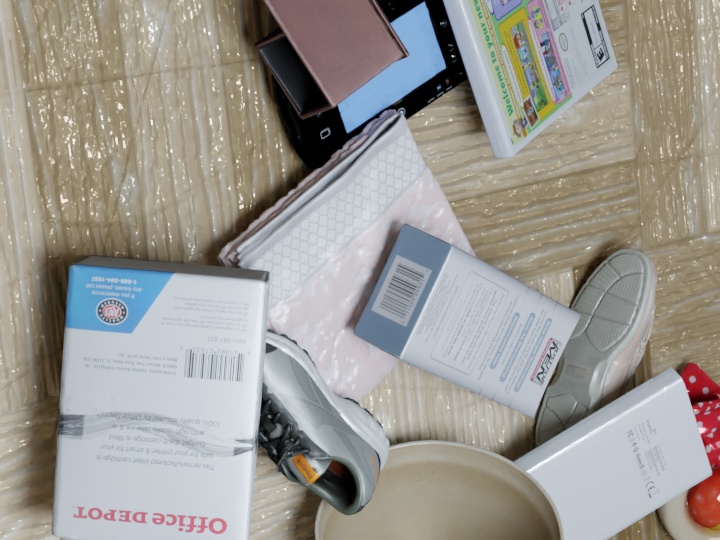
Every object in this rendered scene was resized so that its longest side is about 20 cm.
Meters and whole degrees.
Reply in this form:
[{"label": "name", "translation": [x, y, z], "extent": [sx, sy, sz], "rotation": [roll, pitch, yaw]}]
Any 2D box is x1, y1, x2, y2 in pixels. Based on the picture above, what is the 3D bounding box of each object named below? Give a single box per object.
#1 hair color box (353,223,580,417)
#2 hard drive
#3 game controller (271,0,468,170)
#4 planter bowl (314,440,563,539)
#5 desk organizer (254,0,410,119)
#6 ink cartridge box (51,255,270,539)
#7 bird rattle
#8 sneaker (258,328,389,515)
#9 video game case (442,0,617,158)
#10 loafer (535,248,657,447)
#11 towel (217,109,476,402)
[{"label": "hair color box", "translation": [0.091, 0.044, 1.516], "extent": [0.199, 0.060, 0.100], "rotation": [26, 89, -48]}, {"label": "hard drive", "translation": [0.208, 0.183, 1.613], "extent": [0.199, 0.026, 0.132], "rotation": [-30, 129, -6]}, {"label": "game controller", "translation": [0.016, -0.165, 1.482], "extent": [0.199, 0.042, 0.105], "rotation": [-35, 114, -24]}, {"label": "planter bowl", "translation": [0.060, 0.257, 1.500], "extent": [0.199, 0.200, 0.136], "rotation": [-24, 136, -28]}, {"label": "desk organizer", "translation": [-0.057, -0.220, 1.382], "extent": [0.077, 0.072, 0.201], "rotation": [-38, 102, -21]}, {"label": "ink cartridge box", "translation": [-0.145, 0.097, 1.354], "extent": [0.144, 0.084, 0.202], "rotation": [5, 95, -1]}, {"label": "bird rattle", "translation": [0.343, 0.191, 1.719], "extent": [0.199, 0.113, 0.164], "rotation": [16, 104, -31]}, {"label": "sneaker", "translation": [-0.056, 0.116, 1.434], "extent": [0.200, 0.074, 0.080], "rotation": [39, 36, -22]}, {"label": "video game case", "translation": [0.137, -0.223, 1.537], "extent": [0.182, 0.022, 0.201], "rotation": [-40, 118, -41]}, {"label": "loafer", "translation": [0.216, 0.079, 1.642], "extent": [0.063, 0.072, 0.201], "rotation": [22, 91, -50]}, {"label": "towel", "translation": [0.000, 0.000, 1.488], "extent": [0.200, 0.032, 0.192], "rotation": [-42, 125, -20]}]
